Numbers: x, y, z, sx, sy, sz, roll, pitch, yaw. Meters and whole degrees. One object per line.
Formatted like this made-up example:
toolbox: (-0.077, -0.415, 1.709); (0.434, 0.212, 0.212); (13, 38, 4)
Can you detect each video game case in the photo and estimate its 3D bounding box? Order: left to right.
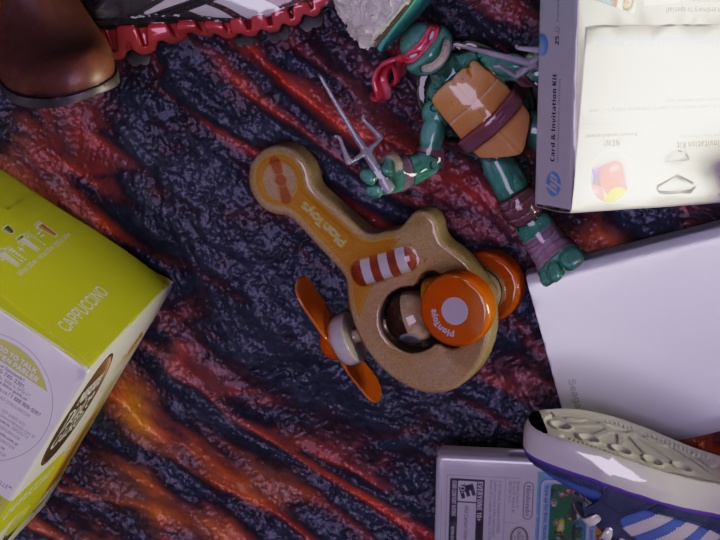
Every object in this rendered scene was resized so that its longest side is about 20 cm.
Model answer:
video game case: (0.138, 0.214, 1.226); (0.180, 0.024, 0.202); (2, 110, 4)

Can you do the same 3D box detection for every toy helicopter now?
toy helicopter: (0.000, 0.000, 1.194); (0.200, 0.079, 0.132); (44, 116, 7)

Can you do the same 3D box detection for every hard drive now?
hard drive: (0.219, 0.039, 1.183); (0.198, 0.026, 0.133); (-15, 102, 11)

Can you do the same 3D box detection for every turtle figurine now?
turtle figurine: (0.080, -0.092, 1.132); (0.200, 0.101, 0.150); (41, 117, -16)

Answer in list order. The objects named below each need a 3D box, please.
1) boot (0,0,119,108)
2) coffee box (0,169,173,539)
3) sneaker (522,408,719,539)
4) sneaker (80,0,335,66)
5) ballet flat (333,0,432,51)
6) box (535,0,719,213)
boot: (-0.206, -0.212, 1.086); (0.068, 0.189, 0.202); (-17, 126, -13)
coffee box: (-0.268, 0.055, 1.170); (0.199, 0.200, 0.199); (33, 106, 0)
sneaker: (0.176, 0.182, 1.154); (0.198, 0.081, 0.148); (17, 106, -8)
sneaker: (-0.092, -0.190, 1.139); (0.198, 0.071, 0.099); (-8, 122, 11)
ballet flat: (0.046, -0.201, 1.036); (0.072, 0.072, 0.200); (46, 126, -5)
box: (0.177, -0.139, 1.082); (0.155, 0.041, 0.202); (-5, 99, -29)
